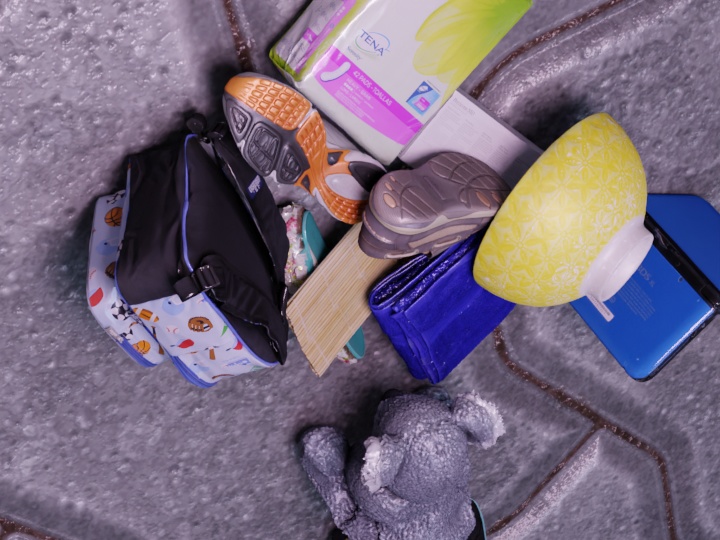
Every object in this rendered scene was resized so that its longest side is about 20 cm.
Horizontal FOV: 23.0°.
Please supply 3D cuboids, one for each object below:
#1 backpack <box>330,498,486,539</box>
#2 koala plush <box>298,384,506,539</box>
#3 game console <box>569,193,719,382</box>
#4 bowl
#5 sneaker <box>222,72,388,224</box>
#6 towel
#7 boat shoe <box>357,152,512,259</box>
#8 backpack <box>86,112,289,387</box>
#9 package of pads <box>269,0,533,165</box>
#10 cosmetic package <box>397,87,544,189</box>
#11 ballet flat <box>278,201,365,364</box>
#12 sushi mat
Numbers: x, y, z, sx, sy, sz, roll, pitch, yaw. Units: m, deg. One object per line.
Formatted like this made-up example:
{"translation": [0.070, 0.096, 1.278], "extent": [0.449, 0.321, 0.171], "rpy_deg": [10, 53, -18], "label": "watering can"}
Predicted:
{"translation": [0.062, 0.359, 1.921], "extent": [0.174, 0.201, 0.154], "rpy_deg": [6, 138, -36], "label": "backpack"}
{"translation": [0.055, 0.189, 1.749], "extent": [0.176, 0.185, 0.200], "rpy_deg": [-17, 158, -21], "label": "koala plush"}
{"translation": [0.314, 0.015, 1.794], "extent": [0.171, 0.200, 0.118], "rpy_deg": [-45, 134, 10], "label": "game console"}
{"translation": [0.208, -0.035, 1.652], "extent": [0.200, 0.107, 0.201], "rpy_deg": [-43, 160, -20], "label": "bowl"}
{"translation": [-0.061, -0.114, 1.539], "extent": [0.076, 0.092, 0.200], "rpy_deg": [-47, 134, 3], "label": "sneaker"}
{"translation": [0.091, 0.032, 1.735], "extent": [0.147, 0.050, 0.200], "rpy_deg": [-39, 154, -4], "label": "towel"}
{"translation": [0.063, -0.054, 1.594], "extent": [0.199, 0.075, 0.073], "rpy_deg": [-9, 146, -49], "label": "boat shoe"}
{"translation": [-0.142, 0.006, 1.526], "extent": [0.153, 0.202, 0.191], "rpy_deg": [-19, 135, 24], "label": "backpack"}
{"translation": [0.033, -0.212, 1.533], "extent": [0.200, 0.068, 0.154], "rpy_deg": [-48, 134, 5], "label": "package of pads"}
{"translation": [0.113, -0.108, 1.679], "extent": [0.083, 0.051, 0.199], "rpy_deg": [-48, 134, 11], "label": "cosmetic package"}
{"translation": [-0.052, 0.013, 1.680], "extent": [0.063, 0.076, 0.201], "rpy_deg": [-8, 132, 16], "label": "ballet flat"}
{"translation": [0.000, 0.000, 1.664], "extent": [0.200, 0.012, 0.096], "rpy_deg": [-50, 140, -26], "label": "sushi mat"}
